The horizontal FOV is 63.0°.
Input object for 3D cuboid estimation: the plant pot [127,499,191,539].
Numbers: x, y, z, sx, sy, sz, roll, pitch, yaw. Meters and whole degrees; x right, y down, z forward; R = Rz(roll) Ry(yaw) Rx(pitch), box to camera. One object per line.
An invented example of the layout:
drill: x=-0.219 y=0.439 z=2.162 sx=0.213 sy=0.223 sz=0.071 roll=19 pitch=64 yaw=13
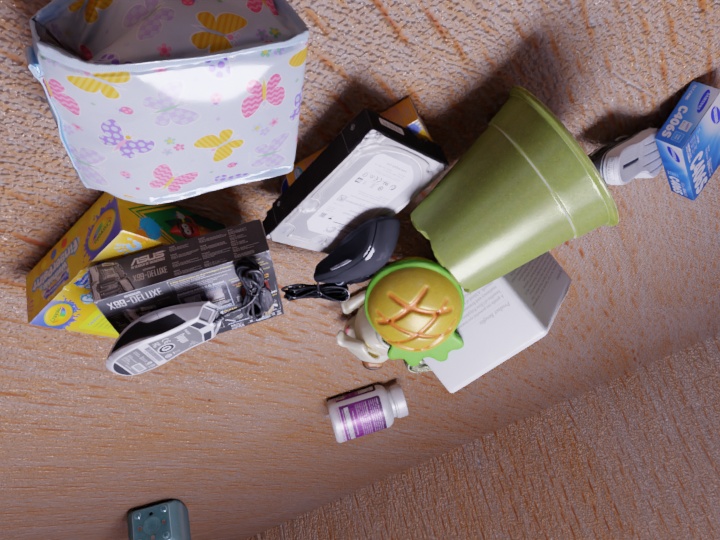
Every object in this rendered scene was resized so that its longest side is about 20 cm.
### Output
plant pot: x=-0.656 y=0.855 z=1.900 sx=0.192 sy=0.199 sz=0.202 roll=-10 pitch=143 yaw=-16

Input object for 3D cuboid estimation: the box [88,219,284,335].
box: x=-0.198 y=0.028 z=0.709 sx=0.196 sy=0.050 sz=0.159 roll=-17 pitch=151 yaw=-10

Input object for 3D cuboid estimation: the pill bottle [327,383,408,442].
pill bottle: x=0.020 y=0.363 z=1.522 sx=0.196 sy=0.114 sz=0.113 roll=-16 pitch=152 yaw=-4

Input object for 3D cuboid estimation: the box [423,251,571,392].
box: x=0.187 y=0.039 z=0.918 sx=0.199 sy=0.172 sz=0.199 roll=-43 pitch=176 yaw=37

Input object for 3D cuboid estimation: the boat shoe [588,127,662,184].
boat shoe: x=0.385 y=-0.169 z=0.860 sx=0.198 sy=0.074 sz=0.070 roll=-17 pitch=-158 yaw=-41

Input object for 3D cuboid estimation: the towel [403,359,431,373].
towel: x=0.174 y=0.162 z=1.253 sx=0.196 sy=0.148 sz=0.037 roll=-9 pitch=108 yaw=-11

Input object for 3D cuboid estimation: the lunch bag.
lunch bag: x=-0.156 y=-0.155 z=0.492 sx=0.197 sy=0.129 sz=0.170 roll=-20 pitch=156 yaw=-19

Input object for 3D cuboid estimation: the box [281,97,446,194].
box: x=0.000 y=-0.120 z=0.737 sx=0.198 sy=0.042 sz=0.119 roll=-29 pitch=150 yaw=14

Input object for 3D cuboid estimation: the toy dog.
toy dog: x=0.045 y=0.099 z=1.062 sx=0.191 sy=0.142 sz=0.199 roll=6 pitch=156 yaw=-30

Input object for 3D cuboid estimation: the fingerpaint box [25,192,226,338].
fingerpaint box: x=-0.286 y=0.000 z=0.734 sx=0.199 sy=0.074 sz=0.166 roll=-36 pitch=148 yaw=25

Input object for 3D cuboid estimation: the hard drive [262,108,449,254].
hard drive: x=-0.008 y=-0.092 z=0.702 sx=0.138 sy=0.038 sz=0.199 roll=13 pitch=140 yaw=-45

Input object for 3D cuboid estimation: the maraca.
maraca: x=0.077 y=0.063 z=0.806 sx=0.134 sy=0.108 sz=0.202 roll=-8 pitch=132 yaw=12

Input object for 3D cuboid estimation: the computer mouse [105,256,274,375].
computer mouse: x=-0.195 y=0.054 z=0.663 sx=0.197 sy=0.044 sz=0.110 roll=-25 pitch=155 yaw=-9

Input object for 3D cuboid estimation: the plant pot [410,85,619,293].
plant pot: x=0.167 y=-0.077 z=0.708 sx=0.189 sy=0.202 sz=0.200 roll=-38 pitch=148 yaw=11

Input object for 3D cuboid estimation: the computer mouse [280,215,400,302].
computer mouse: x=0.000 y=0.000 z=0.790 sx=0.199 sy=0.047 sz=0.139 roll=-36 pitch=158 yaw=32

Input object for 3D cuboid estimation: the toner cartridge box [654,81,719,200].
toner cartridge box: x=0.501 y=-0.187 z=0.883 sx=0.199 sy=0.043 sz=0.096 roll=25 pitch=99 yaw=-53
